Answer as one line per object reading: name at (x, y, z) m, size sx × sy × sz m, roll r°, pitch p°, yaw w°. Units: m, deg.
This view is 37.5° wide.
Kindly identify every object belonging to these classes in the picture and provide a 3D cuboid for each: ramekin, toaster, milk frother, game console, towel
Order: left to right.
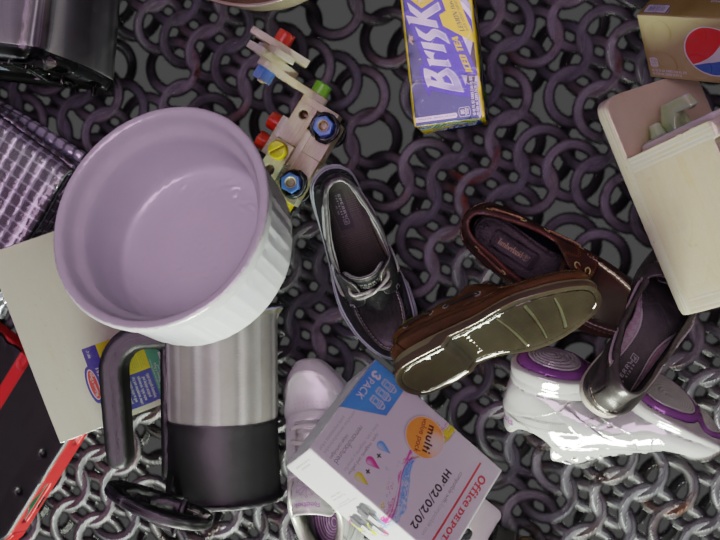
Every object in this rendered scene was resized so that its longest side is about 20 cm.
towel at (-0.391, -0.071, 1.078) m, size 0.165 × 0.086 × 0.201 m, roll 33°, pitch 97°, yaw 7°
game console at (-0.388, 0.169, 1.117) m, size 0.176 × 0.031 × 0.201 m, roll 35°, pitch 97°, yaw 12°
toaster at (-0.333, -0.242, 1.013) m, size 0.199 × 0.181 × 0.119 m, roll 8°, pitch 92°, yaw 11°
ramekin at (-0.155, -0.031, 0.924) m, size 0.199 × 0.098 × 0.202 m, roll -6°, pitch 69°, yaw 16°
milk frother at (-0.148, 0.128, 0.970) m, size 0.179 × 0.200 × 0.189 m, roll -2°, pitch 92°, yaw -19°

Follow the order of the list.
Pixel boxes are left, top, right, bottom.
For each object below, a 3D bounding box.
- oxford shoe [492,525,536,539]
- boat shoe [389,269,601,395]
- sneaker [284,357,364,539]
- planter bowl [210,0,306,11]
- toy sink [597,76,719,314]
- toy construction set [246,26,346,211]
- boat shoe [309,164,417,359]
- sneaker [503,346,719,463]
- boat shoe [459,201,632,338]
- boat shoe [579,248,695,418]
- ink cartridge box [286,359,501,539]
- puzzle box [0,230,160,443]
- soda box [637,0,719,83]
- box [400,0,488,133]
oxford shoe at (0.139, 0.350, 0.999) m, size 0.084 × 0.073 × 0.201 m, roll 17°, pitch 96°, yaw 5°
boat shoe at (0.114, 0.038, 0.951) m, size 0.199 × 0.068 × 0.072 m, roll -23°, pitch 131°, yaw 15°
sneaker at (-0.035, 0.184, 1.012) m, size 0.074 × 0.100 × 0.201 m, roll -10°, pitch 89°, yaw 13°
planter bowl at (-0.084, -0.333, 0.987) m, size 0.199 × 0.135 × 0.202 m, roll 0°, pitch 93°, yaw 11°
toy sink at (0.315, -0.084, 0.903) m, size 0.130 × 0.112 × 0.201 m, roll -20°, pitch 86°, yaw -32°
toy construction set at (-0.093, -0.130, 1.023) m, size 0.131 × 0.092 × 0.201 m, roll 32°, pitch 108°, yaw 9°
boat shoe at (0.000, 0.000, 0.995) m, size 0.072 × 0.071 × 0.201 m, roll -24°, pitch 104°, yaw 3°
sneaker at (0.228, 0.137, 0.979) m, size 0.199 × 0.075 × 0.100 m, roll 18°, pitch 117°, yaw 8°
boat shoe at (0.179, 0.003, 0.981) m, size 0.199 × 0.070 × 0.071 m, roll 29°, pitch 93°, yaw 7°
boat shoe at (0.260, 0.044, 0.927) m, size 0.067 × 0.057 × 0.200 m, roll 37°, pitch 64°, yaw -1°
ink cartridge box at (0.047, 0.194, 0.972) m, size 0.200 × 0.068 × 0.115 m, roll 41°, pitch 57°, yaw -3°
puzzle box at (-0.268, 0.054, 1.048) m, size 0.132 × 0.025 × 0.201 m, roll -20°, pitch 99°, yaw -12°
soda box at (0.339, -0.199, 0.888) m, size 0.199 × 0.068 × 0.064 m, roll 17°, pitch 54°, yaw 42°
box at (0.076, -0.234, 0.995) m, size 0.070 × 0.064 × 0.201 m, roll -6°, pitch 90°, yaw 10°
